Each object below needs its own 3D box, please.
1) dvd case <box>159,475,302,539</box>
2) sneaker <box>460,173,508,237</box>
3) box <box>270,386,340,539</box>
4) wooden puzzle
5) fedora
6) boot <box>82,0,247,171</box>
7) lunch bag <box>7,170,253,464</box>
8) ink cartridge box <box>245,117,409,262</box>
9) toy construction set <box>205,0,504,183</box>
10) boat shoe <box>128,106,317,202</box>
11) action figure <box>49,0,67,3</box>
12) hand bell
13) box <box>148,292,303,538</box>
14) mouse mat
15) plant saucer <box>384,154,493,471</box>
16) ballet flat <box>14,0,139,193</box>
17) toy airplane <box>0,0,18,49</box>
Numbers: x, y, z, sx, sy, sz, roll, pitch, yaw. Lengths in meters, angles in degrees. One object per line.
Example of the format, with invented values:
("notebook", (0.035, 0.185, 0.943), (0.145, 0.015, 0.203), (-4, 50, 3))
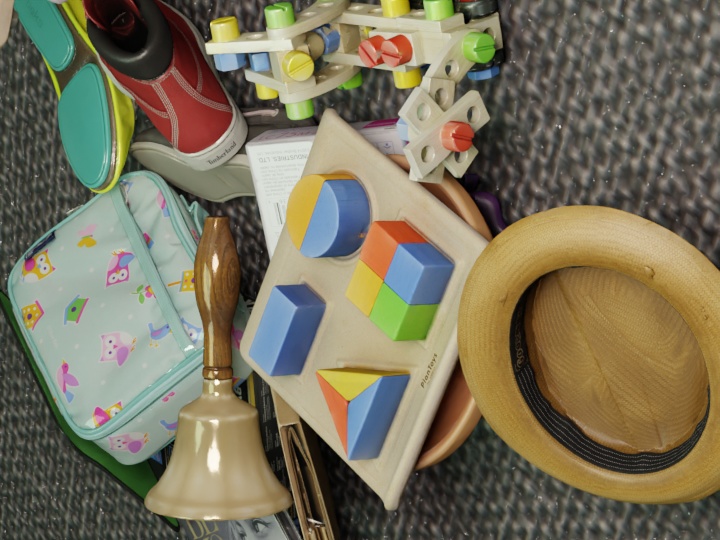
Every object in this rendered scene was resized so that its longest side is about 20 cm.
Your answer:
("dvd case", (-0.077, 0.232, 1.703), (0.149, 0.016, 0.201), (-29, 88, 57))
("sneaker", (0.108, 0.028, 1.376), (0.200, 0.074, 0.088), (45, 134, 30))
("box", (-0.040, 0.134, 1.565), (0.200, 0.021, 0.164), (-104, -1, -67))
("wooden puzzle", (-0.009, 0.022, 1.386), (0.200, 0.046, 0.186), (45, 124, 43))
("fedora", (0.154, 0.040, 1.288), (0.200, 0.082, 0.201), (13, 124, 19))
("boot", (-0.162, -0.172, 1.549), (0.144, 0.072, 0.200), (52, 180, -44))
("lunch bag", (-0.167, 0.027, 1.641), (0.160, 0.077, 0.200), (-39, 53, 11))
("ink cartridge box", (0.000, 0.000, 1.495), (0.119, 0.042, 0.201), (-3, 105, 28))
("toy construction set", (0.012, -0.129, 1.362), (0.200, 0.131, 0.092), (30, 132, 41))
("boat shoe", (-0.097, -0.089, 1.607), (0.067, 0.057, 0.200), (43, 161, -31))
("action figure", (-0.212, -0.308, 1.559), (0.134, 0.149, 0.201), (13, 133, 56))
("hand bell", (-0.097, 0.063, 1.527), (0.104, 0.104, 0.201), (10, 102, 50))
("box", (-0.115, 0.104, 1.734), (0.159, 0.049, 0.201), (28, 130, 44))
("mouse mat", (-0.210, 0.109, 1.706), (0.161, 0.008, 0.200), (59, -175, 36))
("plant saucer", (0.029, 0.028, 1.403), (0.200, 0.037, 0.201), (-2, 87, 53))
("ballet flat", (-0.202, -0.148, 1.676), (0.067, 0.067, 0.201), (-43, 61, 37))
("toy airplane", (-0.250, -0.244, 1.437), (0.141, 0.200, 0.200), (-24, 98, 26))
